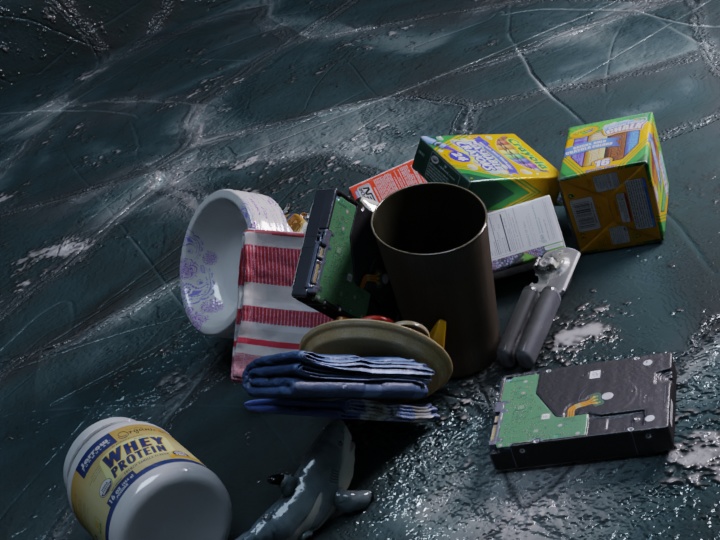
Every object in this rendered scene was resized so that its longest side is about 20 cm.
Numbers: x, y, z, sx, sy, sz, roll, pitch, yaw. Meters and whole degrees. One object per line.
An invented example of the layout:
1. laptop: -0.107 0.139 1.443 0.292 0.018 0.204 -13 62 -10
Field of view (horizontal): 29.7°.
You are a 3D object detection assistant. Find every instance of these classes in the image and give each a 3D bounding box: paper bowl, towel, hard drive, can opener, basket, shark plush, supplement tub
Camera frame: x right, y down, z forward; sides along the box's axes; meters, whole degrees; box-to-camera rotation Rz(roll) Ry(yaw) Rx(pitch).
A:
1. paper bowl: -0.157 -0.006 1.866 0.104 0.202 0.200 7 9 -35
2. towel: -0.018 0.159 1.571 0.146 0.024 0.199 -1 -7 35
3. hard drive: 0.000 0.000 1.691 0.038 0.200 0.141 1 71 37
4. towel: -0.089 0.050 1.744 0.143 0.202 0.023 4 -3 1
5. can opener: 0.231 0.052 1.709 0.053 0.067 0.201 0 46 34
6. hard drive: 0.247 0.156 1.502 0.199 0.038 0.140 -10 28 19
7. basket: 0.102 0.020 1.668 0.135 0.201 0.180 -21 30 -10
8. shark plush: -0.082 0.250 1.505 0.199 0.084 0.091 -30 28 -20
9. towel: -0.025 0.117 1.503 0.199 0.049 0.111 5 -8 -41
10. supplement tub: -0.247 0.256 1.542 0.144 0.145 0.200 -31 28 -21

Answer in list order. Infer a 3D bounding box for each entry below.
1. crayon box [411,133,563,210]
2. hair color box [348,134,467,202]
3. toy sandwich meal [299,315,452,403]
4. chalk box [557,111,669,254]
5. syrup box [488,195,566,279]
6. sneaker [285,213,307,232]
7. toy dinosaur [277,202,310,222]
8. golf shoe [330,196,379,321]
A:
1. crayon box: 0.187 -0.137 1.867 0.199 0.052 0.126 -5 35 -34
2. hair color box: 0.082 -0.123 2.062 0.199 0.064 0.111 -24 -13 -7
3. toy sandwich meal: 0.019 0.094 1.627 0.204 0.205 0.071 -7 55 25
4. chalk box: 0.354 -0.132 1.875 0.123 0.125 0.200 -9 30 22
5. syrup box: 0.173 -0.030 1.832 0.199 0.082 0.079 -17 -12 8
6. sneaker: -0.070 -0.019 1.926 0.075 0.088 0.200 -50 32 -8
7. toy dinosaur: -0.095 -0.035 2.030 0.199 0.103 0.136 -23 25 -6
8. golf shoe: -0.018 -0.004 1.792 0.078 0.097 0.201 -3 54 56
